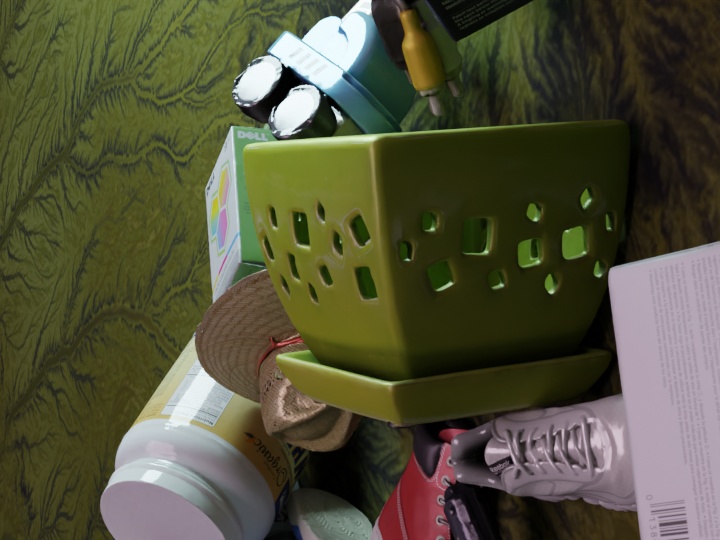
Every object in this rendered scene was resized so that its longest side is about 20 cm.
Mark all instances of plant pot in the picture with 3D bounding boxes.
[{"bbox_3d":[0.049,-0.002,1.024,0.198,0.198,0.184,7,100,62],"label":"plant pot"}]

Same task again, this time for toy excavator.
[{"bbox_3d":[-0.004,-0.174,1.202,0.200,0.100,0.194,-46,42,-2],"label":"toy excavator"}]

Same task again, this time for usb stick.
[{"bbox_3d":[0.102,0.237,1.027,0.056,0.032,0.202,60,-172,-71],"label":"usb stick"}]

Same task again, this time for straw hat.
[{"bbox_3d":[-0.033,0.088,1.158,0.201,0.199,0.086,126,154,-47],"label":"straw hat"}]

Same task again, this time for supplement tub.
[{"bbox_3d":[-0.118,0.148,1.301,0.145,0.144,0.201,-53,4,48],"label":"supplement tub"}]

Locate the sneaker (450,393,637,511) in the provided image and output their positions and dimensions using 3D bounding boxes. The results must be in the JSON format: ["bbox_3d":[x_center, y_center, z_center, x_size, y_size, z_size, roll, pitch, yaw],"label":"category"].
[{"bbox_3d":[0.130,0.116,0.979,0.199,0.080,0.076,-22,68,59],"label":"sneaker"}]

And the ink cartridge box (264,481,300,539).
[{"bbox_3d":[-0.109,0.275,1.362,0.084,0.144,0.201,-60,40,41],"label":"ink cartridge box"}]

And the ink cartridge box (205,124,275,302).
[{"bbox_3d":[-0.102,-0.063,1.427,0.104,0.059,0.202,122,148,-54],"label":"ink cartridge box"}]

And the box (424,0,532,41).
[{"bbox_3d":[0.044,-0.297,1.007,0.122,0.198,0.202,-27,56,13],"label":"box"}]

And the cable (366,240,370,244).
[{"bbox_3d":[0.000,0.000,1.238,0.096,0.050,0.203,10,95,17],"label":"cable"}]

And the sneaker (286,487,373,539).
[{"bbox_3d":[-0.020,0.273,1.262,0.200,0.076,0.112,45,119,46],"label":"sneaker"}]

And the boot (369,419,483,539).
[{"bbox_3d":[0.072,0.198,1.101,0.201,0.072,0.146,60,138,50],"label":"boot"}]

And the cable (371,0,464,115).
[{"bbox_3d":[0.028,-0.213,1.103,0.098,0.050,0.201,-73,-33,-48],"label":"cable"}]

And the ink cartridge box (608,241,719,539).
[{"bbox_3d":[0.227,0.081,0.832,0.172,0.043,0.203,-14,75,35],"label":"ink cartridge box"}]
